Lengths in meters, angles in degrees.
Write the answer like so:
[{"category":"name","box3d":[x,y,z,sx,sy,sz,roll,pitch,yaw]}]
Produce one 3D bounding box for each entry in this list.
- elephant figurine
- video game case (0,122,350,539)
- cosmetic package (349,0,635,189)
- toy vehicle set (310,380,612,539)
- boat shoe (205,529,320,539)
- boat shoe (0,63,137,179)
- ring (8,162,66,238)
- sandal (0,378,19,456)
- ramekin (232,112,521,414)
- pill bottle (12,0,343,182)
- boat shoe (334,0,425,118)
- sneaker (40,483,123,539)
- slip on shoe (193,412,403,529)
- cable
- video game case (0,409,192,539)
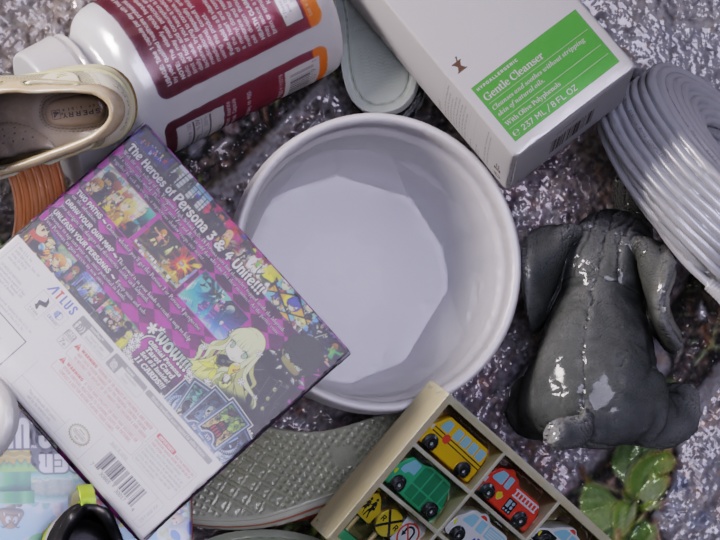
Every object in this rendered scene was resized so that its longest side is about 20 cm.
[{"category":"elephant figurine","box3d":[0.164,0.019,1.739,0.141,0.155,0.201,4,90,-24]},{"category":"video game case","box3d":[-0.138,0.039,1.610,0.181,0.036,0.200,-43,90,-11]},{"category":"cosmetic package","box3d":[0.077,-0.167,1.689,0.108,0.085,0.200,-39,80,-9]},{"category":"toy vehicle set","box3d":[0.072,0.177,1.698,0.124,0.027,0.200,-50,124,-4]},{"category":"boat shoe","box3d":[-0.111,0.225,1.682,0.201,0.061,0.072,-13,64,-17]},{"category":"boat shoe","box3d":[-0.241,-0.087,1.595,0.199,0.065,0.072,-10,99,7]},{"category":"ring","box3d":[-0.287,-0.041,1.650,0.200,0.019,0.201,1,101,5]},{"category":"sandal","box3d":[-0.289,0.119,1.609,0.202,0.050,0.083,-29,73,25]},{"category":"ramekin","box3d":[0.000,0.000,1.718,0.200,0.105,0.201,2,83,-15]},{"category":"pill bottle","box3d":[-0.123,-0.143,1.698,0.200,0.114,0.114,-28,91,-17]},{"category":"boat shoe","box3d":[0.013,-0.196,1.772,0.075,0.060,0.201,1,76,8]},{"category":"sneaker","box3d":[-0.165,0.230,1.543,0.071,0.083,0.201,-5,69,-16]},{"category":"slip on shoe","box3d":[-0.038,0.140,1.712,0.199,0.061,0.074,-9,63,-5]},{"category":"cable","box3d":[0.248,-0.057,1.750,0.200,0.200,0.069,47,111,1]},{"category":"video game case","box3d":[-0.178,0.147,1.622,0.143,0.017,0.201,0,86,-10]}]
